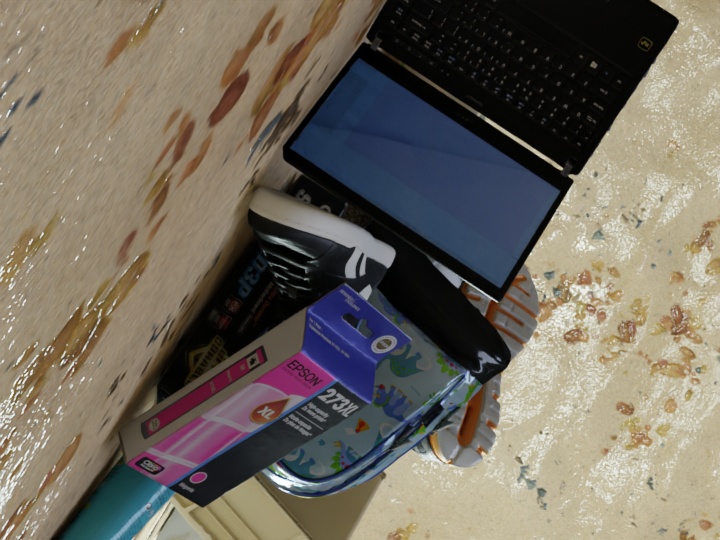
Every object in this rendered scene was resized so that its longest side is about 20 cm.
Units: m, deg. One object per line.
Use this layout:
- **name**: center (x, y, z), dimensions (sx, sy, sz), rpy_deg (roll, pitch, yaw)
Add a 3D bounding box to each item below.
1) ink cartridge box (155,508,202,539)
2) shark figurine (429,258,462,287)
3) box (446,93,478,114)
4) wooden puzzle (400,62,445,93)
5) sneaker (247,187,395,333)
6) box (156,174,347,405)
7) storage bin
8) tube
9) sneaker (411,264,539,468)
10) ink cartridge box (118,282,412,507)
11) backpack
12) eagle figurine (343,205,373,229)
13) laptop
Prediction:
- **ink cartridge box**: center (-0.208, 0.328, 2.148), dimensions (0.116, 0.068, 0.200), rpy_deg (-57, 178, -4)
- **shark figurine**: center (0.086, 0.011, 1.523), dimensions (0.089, 0.128, 0.215), rpy_deg (-36, 151, -14)
- **box**: center (0.029, -0.088, 1.555), dimensions (0.200, 0.078, 0.095), rpy_deg (-59, 176, 37)
- **wooden puzzle**: center (0.066, -0.102, 1.342), dimensions (0.037, 0.186, 0.200), rpy_deg (-18, 176, 6)
- **sneaker**: center (-0.037, 0.015, 1.113), dimensions (0.112, 0.073, 0.200), rpy_deg (-66, 158, 0)
- **box**: center (-0.088, 0.038, 1.246), dimensions (0.201, 0.046, 0.159), rpy_deg (-57, 177, -19)
- **storage bin**: center (-0.090, 0.207, 1.625), dimensions (0.094, 0.199, 0.200), rpy_deg (-39, -175, 26)
- **tube**: center (-0.202, 0.205, 1.168), dimensions (0.200, 0.050, 0.078), rpy_deg (-50, 170, -33)
- **sneaker**: center (0.088, 0.071, 1.357), dimensions (0.077, 0.078, 0.201), rpy_deg (-17, -135, 58)
- **ink cartridge box**: center (-0.063, 0.090, 1.120), dimensions (0.199, 0.037, 0.095), rpy_deg (-35, 139, 13)
- **backpack**: center (-0.007, 0.086, 1.263), dimensions (0.200, 0.163, 0.154), rpy_deg (-43, 177, 19)
- **eagle figurine**: center (0.006, -0.002, 1.400), dimensions (0.151, 0.151, 0.201), rpy_deg (-26, 119, -48)
- **laptop**: center (0.078, -0.120, 1.048), dimensions (0.201, 0.177, 0.103), rpy_deg (-57, 178, 22)
